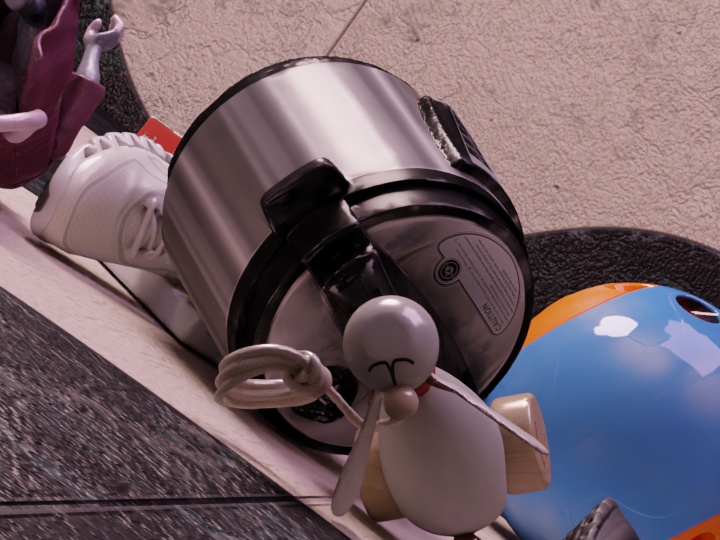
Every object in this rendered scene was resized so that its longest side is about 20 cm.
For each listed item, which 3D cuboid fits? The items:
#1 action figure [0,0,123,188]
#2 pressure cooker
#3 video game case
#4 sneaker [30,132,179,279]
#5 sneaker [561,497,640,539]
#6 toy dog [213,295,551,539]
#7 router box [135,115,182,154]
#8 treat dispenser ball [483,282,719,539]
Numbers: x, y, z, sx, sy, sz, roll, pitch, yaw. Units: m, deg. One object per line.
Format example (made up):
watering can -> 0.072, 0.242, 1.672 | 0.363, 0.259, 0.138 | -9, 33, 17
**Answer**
action figure -> -0.189, -0.094, 1.501 | 0.200, 0.133, 0.149 | 94, -16, -62
pressure cooker -> -0.002, 0.002, 1.446 | 0.175, 0.179, 0.200 | 5, 31, -28
video game case -> -0.068, 0.046, 1.627 | 0.182, 0.023, 0.200 | 35, 2, -29
sneaker -> -0.110, -0.028, 1.548 | 0.081, 0.075, 0.200 | 36, 17, 29
sneaker -> 0.144, 0.178, 1.427 | 0.091, 0.076, 0.200 | 43, 6, 17
toy dog -> 0.031, 0.091, 1.263 | 0.200, 0.132, 0.097 | 26, 47, -52
router box -> -0.068, 0.000, 1.778 | 0.179, 0.049, 0.200 | 36, -11, 17
treat dispenser ball -> 0.179, 0.108, 1.762 | 0.201, 0.201, 0.201 | 35, 2, -1
